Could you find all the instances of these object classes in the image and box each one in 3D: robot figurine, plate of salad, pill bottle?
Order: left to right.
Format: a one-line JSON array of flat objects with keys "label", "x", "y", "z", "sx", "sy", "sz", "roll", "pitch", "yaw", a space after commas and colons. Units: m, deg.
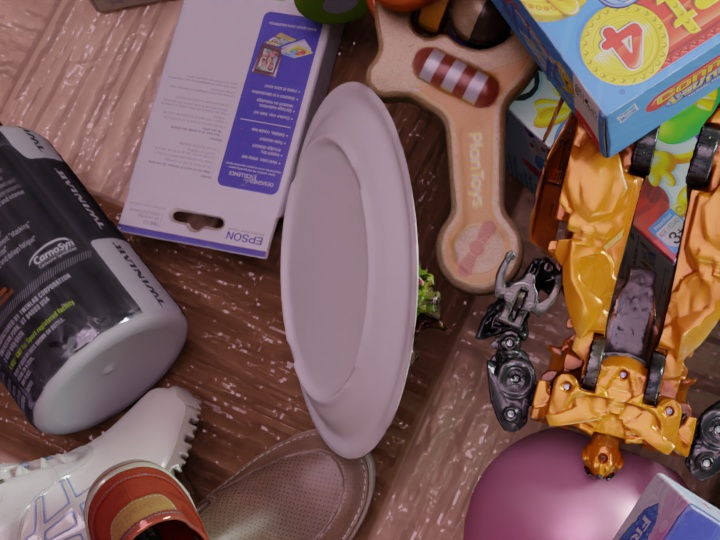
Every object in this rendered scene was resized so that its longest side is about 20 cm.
[{"label": "pill bottle", "x": -0.197, "y": -0.011, "z": 0.835, "sx": 0.106, "sy": 0.106, "sz": 0.200, "roll": -39, "pitch": 70, "yaw": -5}, {"label": "plate of salad", "x": 0.000, "y": 0.000, "z": 0.771, "sx": 0.048, "sy": 0.200, "sz": 0.201, "roll": 1, "pitch": 70, "yaw": -21}, {"label": "robot figurine", "x": 0.138, "y": 0.002, "z": 0.692, "sx": 0.145, "sy": 0.058, "sz": 0.201, "roll": 14, "pitch": 89, "yaw": 9}]

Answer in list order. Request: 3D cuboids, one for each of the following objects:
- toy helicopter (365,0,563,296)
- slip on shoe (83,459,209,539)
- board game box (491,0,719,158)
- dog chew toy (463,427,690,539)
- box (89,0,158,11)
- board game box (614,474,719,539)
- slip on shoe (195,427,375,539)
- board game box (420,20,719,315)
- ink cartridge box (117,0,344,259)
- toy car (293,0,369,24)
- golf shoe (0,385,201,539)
[{"label": "toy helicopter", "x": 0.069, "y": -0.088, "z": 0.744, "sx": 0.132, "sy": 0.079, "sz": 0.201, "roll": -2, "pitch": 87, "yaw": 3}, {"label": "slip on shoe", "x": -0.081, "y": 0.190, "z": 0.735, "sx": 0.074, "sy": 0.061, "sz": 0.200, "roll": -27, "pitch": 112, "yaw": -13}, {"label": "board game box", "x": 0.141, "y": -0.189, "z": 0.667, "sx": 0.200, "sy": 0.056, "sz": 0.196, "roll": -33, "pitch": 71, "yaw": 1}, {"label": "dog chew toy", "x": 0.096, "y": 0.185, "z": 0.731, "sx": 0.124, "sy": 0.125, "sz": 0.201, "roll": 20, "pitch": 85, "yaw": 14}, {"label": "box", "x": -0.158, "y": -0.277, "z": 0.928, "sx": 0.068, "sy": 0.082, "sz": 0.201, "roll": -10, "pitch": 73, "yaw": 4}, {"label": "board game box", "x": 0.157, "y": 0.223, "z": 0.617, "sx": 0.200, "sy": 0.041, "sz": 0.200, "roll": 31, "pitch": 96, "yaw": -11}, {"label": "slip on shoe", "x": -0.078, "y": 0.157, "z": 0.790, "sx": 0.200, "sy": 0.061, "sz": 0.076, "roll": -33, "pitch": 71, "yaw": -3}, {"label": "board game box", "x": 0.138, "y": -0.089, "z": 0.813, "sx": 0.103, "sy": 0.105, "sz": 0.200, "roll": -43, "pitch": 73, "yaw": -6}, {"label": "ink cartridge box", "x": -0.075, "y": -0.102, "z": 0.883, "sx": 0.099, "sy": 0.039, "sz": 0.201, "roll": 12, "pitch": 73, "yaw": 11}, {"label": "toy car", "x": 0.031, "y": -0.263, "z": 0.817, "sx": 0.157, "sy": 0.200, "sz": 0.165, "roll": -4, "pitch": 66, "yaw": -20}, {"label": "golf shoe", "x": -0.171, "y": 0.126, "z": 0.779, "sx": 0.097, "sy": 0.078, "sz": 0.200, "roll": 45, "pitch": 67, "yaw": -15}]
